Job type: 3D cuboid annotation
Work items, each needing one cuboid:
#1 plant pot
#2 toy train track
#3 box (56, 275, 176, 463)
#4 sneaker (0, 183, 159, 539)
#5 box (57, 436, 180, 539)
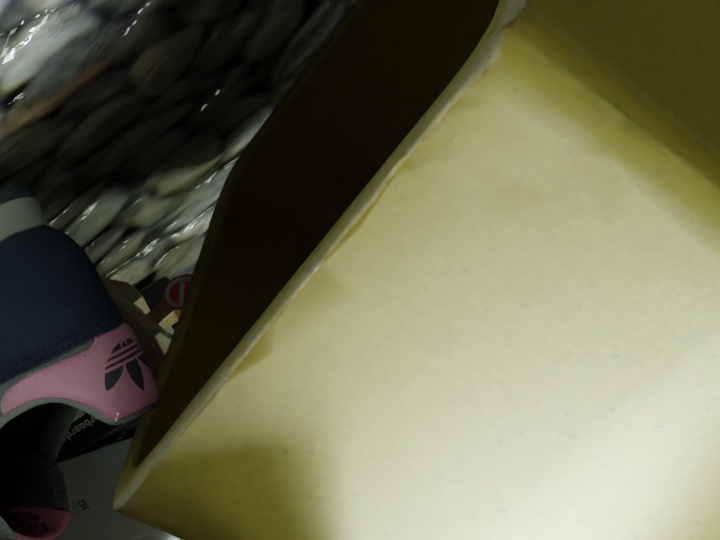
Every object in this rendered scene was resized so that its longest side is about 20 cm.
[{"bbox_3d":[0.074,0.006,0.646,0.194,0.200,0.196,-50,-167,30],"label":"plant pot"},{"bbox_3d":[-0.022,0.058,0.709,0.033,0.200,0.115,-42,148,-14],"label":"toy train track"},{"bbox_3d":[-0.149,0.102,0.829,0.160,0.044,0.200,-31,165,-41],"label":"box"},{"bbox_3d":[-0.134,0.067,0.643,0.070,0.082,0.200,-29,163,-52],"label":"sneaker"},{"bbox_3d":[-0.145,0.142,0.779,0.200,0.041,0.156,-47,168,19],"label":"box"}]
